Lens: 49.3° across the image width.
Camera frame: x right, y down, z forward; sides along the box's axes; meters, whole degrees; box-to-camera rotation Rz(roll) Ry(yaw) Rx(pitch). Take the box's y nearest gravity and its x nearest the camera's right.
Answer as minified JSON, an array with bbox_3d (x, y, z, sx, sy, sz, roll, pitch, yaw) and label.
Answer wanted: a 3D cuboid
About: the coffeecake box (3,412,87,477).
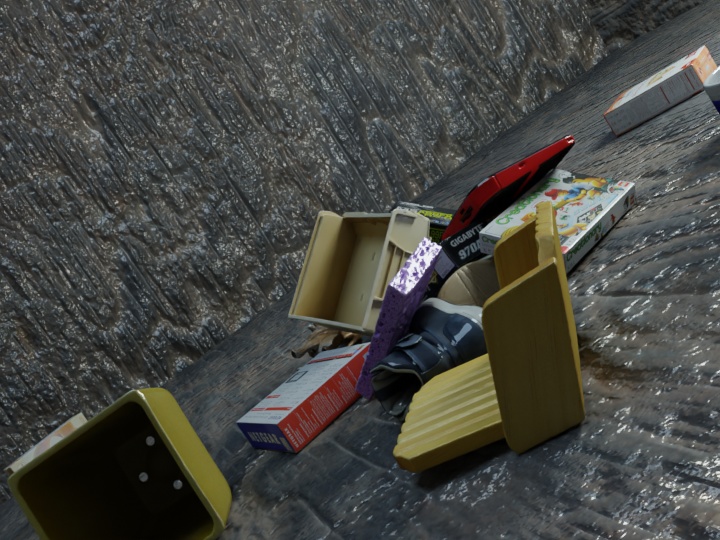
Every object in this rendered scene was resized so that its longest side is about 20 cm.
[{"bbox_3d":[-0.701,0.461,1.842,0.073,0.155,0.200,-26,11,49],"label":"coffeecake box"}]

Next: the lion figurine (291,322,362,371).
[{"bbox_3d":[-0.044,0.130,1.357,0.121,0.074,0.199,-30,17,-32],"label":"lion figurine"}]

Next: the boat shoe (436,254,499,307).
[{"bbox_3d":[0.170,0.016,1.047,0.199,0.072,0.065,-37,-10,-31],"label":"boat shoe"}]

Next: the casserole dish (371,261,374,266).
[{"bbox_3d":[0.076,0.008,1.389,0.199,0.038,0.123,-26,-45,-47],"label":"casserole dish"}]

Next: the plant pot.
[{"bbox_3d":[-0.279,0.268,0.999,0.193,0.197,0.200,-34,0,2],"label":"plant pot"}]

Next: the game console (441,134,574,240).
[{"bbox_3d":[0.208,-0.111,1.140,0.175,0.031,0.200,-33,-12,-19],"label":"game console"}]

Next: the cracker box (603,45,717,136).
[{"bbox_3d":[0.600,-0.359,1.572,0.199,0.058,0.134,-28,10,42],"label":"cracker box"}]

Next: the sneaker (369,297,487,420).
[{"bbox_3d":[0.064,0.101,0.919,0.145,0.078,0.202,-35,6,-16],"label":"sneaker"}]

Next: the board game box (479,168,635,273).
[{"bbox_3d":[0.263,-0.070,1.039,0.125,0.035,0.199,17,41,38],"label":"board game box"}]

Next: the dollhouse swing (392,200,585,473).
[{"bbox_3d":[0.104,0.056,0.708,0.173,0.185,0.200,-10,15,17],"label":"dollhouse swing"}]

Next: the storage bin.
[{"bbox_3d":[0.000,0.000,1.249,0.198,0.093,0.202,3,75,53],"label":"storage bin"}]

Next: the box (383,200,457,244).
[{"bbox_3d":[0.146,-0.074,1.369,0.196,0.045,0.160,10,16,7],"label":"box"}]

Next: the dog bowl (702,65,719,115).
[{"bbox_3d":[0.561,-0.266,1.027,0.199,0.079,0.200,-35,7,5],"label":"dog bowl"}]

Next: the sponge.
[{"bbox_3d":[0.046,0.064,1.002,0.112,0.029,0.202,-52,-16,-46],"label":"sponge"}]

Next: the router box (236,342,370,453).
[{"bbox_3d":[-0.074,0.184,1.140,0.179,0.049,0.199,-38,7,-25],"label":"router box"}]

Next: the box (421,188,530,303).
[{"bbox_3d":[0.167,-0.026,1.153,0.198,0.046,0.159,-30,-14,-30],"label":"box"}]
